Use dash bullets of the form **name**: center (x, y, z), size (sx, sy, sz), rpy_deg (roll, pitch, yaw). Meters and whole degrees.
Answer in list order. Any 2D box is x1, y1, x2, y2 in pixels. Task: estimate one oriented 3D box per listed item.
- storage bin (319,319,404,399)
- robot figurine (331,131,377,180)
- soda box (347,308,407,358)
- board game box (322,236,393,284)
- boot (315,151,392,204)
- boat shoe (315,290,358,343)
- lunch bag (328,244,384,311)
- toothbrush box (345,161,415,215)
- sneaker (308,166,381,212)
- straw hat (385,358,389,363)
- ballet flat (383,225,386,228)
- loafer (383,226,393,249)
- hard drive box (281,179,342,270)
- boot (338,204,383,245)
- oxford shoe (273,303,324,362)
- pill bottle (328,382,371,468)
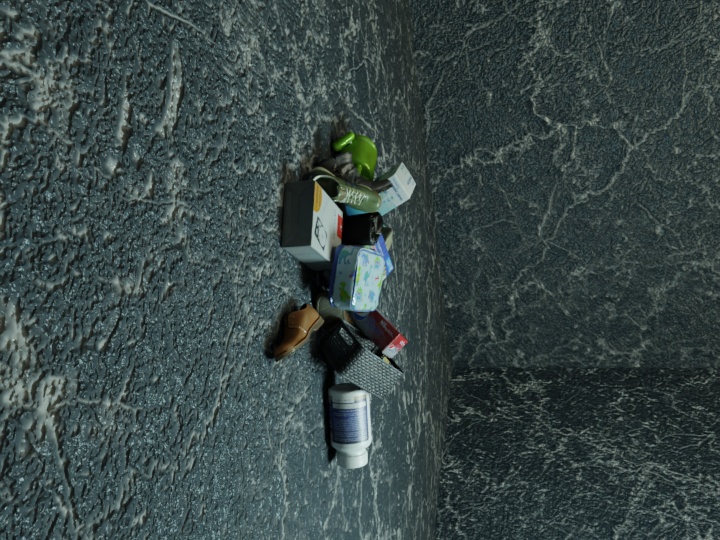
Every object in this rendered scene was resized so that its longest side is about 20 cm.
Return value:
- **storage bin**: center (0.004, 0.232, 1.382), size (0.199, 0.094, 0.135), rpy_deg (38, 5, -40)
- **robot figurine**: center (-0.011, -0.320, 1.579), size (0.176, 0.114, 0.202), rpy_deg (57, 32, -39)
- **soda box**: center (0.035, 0.144, 1.445), size (0.200, 0.070, 0.063), rpy_deg (45, 0, 37)
- **board game box**: center (0.000, 0.000, 1.506), size (0.200, 0.041, 0.201), rpy_deg (-48, 146, -16)
- **boot**: center (-0.013, -0.256, 1.424), size (0.070, 0.198, 0.134), rpy_deg (-6, -81, 65)
- **boat shoe**: center (-0.071, 0.117, 1.408), size (0.068, 0.071, 0.201), rpy_deg (-114, 179, -49)
- **lunch bag**: center (-0.007, 0.019, 1.336), size (0.200, 0.081, 0.164), rpy_deg (10, 88, -69)
- **toothbrush box**: center (0.055, -0.218, 1.577), size (0.086, 0.198, 0.147), rpy_deg (55, 26, -14)
- **sneaker**: center (-0.043, -0.190, 1.330), size (0.090, 0.198, 0.068), rpy_deg (-74, -170, -66)
- **straw hat**: center (0.027, 0.238, 1.672), size (0.201, 0.084, 0.205), rpy_deg (-3, 90, -69)
- **ballet flat**: center (0.047, -0.090, 1.818), size (0.200, 0.072, 0.074), rpy_deg (101, -7, -69)
- **loafer**: center (0.049, -0.058, 1.659), size (0.200, 0.075, 0.069), rpy_deg (-48, 136, -38)
- **hard drive box**: center (-0.110, -0.101, 1.271), size (0.200, 0.076, 0.159), rpy_deg (42, 48, -68)
- **boot**: center (-0.017, -0.130, 1.432), size (0.202, 0.166, 0.077), rpy_deg (-76, 152, -46)
- **oxford shoe**: center (-0.147, 0.132, 1.159), size (0.072, 0.071, 0.200), rpy_deg (55, 24, -8)
- **pill bottle**: center (-0.027, 0.408, 1.411), size (0.111, 0.109, 0.204), rpy_deg (-5, 92, -74)
